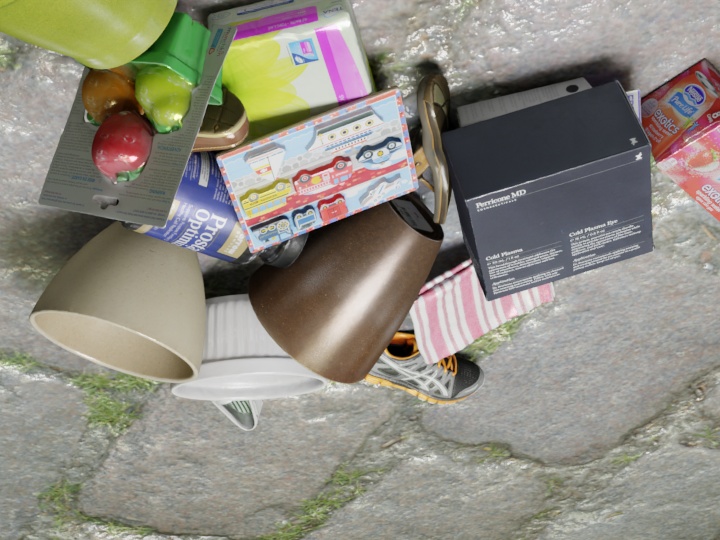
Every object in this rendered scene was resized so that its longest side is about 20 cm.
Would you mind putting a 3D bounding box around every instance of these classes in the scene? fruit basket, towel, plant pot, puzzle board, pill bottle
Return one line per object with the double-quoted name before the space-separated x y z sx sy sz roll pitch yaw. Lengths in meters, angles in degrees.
"fruit basket" -0.210 -0.142 1.133 0.185 0.200 0.094 10 173 37
"towel" 0.156 0.034 1.528 0.200 0.030 0.146 -29 141 -8
"plant pot" 0.000 0.000 1.420 0.187 0.187 0.200 26 119 -34
"plant pot" -0.263 -0.274 1.034 0.200 0.200 0.193 -23 151 20
"puzzle board" -0.040 -0.101 1.264 0.200 0.017 0.151 -22 141 -6
"pill bottle" -0.161 -0.072 1.342 0.200 0.112 0.112 19 135 -28

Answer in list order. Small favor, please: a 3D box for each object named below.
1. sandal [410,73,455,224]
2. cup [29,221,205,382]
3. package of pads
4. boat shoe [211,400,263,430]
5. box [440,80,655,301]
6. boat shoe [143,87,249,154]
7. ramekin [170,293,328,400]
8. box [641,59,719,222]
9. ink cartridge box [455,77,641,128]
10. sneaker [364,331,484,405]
"sandal" 0.073 -0.134 1.326 0.055 0.082 0.200 4 145 15
"cup" -0.262 0.026 1.390 0.200 0.143 0.200 14 159 6
"package of pads" -0.066 -0.191 1.241 0.154 0.068 0.200 -12 141 7
"boat shoe" -0.183 0.152 1.654 0.074 0.067 0.200 -20 139 16
"box" 0.206 -0.083 1.300 0.200 0.104 0.182 -17 142 1
"boat shoe" -0.187 -0.148 1.220 0.200 0.072 0.068 11 141 35
"ramekin" -0.142 0.098 1.519 0.200 0.105 0.200 -3 166 -1
"box" 0.411 -0.131 1.353 0.095 0.100 0.200 -33 134 30
"ink cartridge box" 0.221 -0.130 1.374 0.200 0.043 0.198 -10 141 6
"sneaker" 0.086 0.128 1.655 0.200 0.078 0.077 12 132 -20
